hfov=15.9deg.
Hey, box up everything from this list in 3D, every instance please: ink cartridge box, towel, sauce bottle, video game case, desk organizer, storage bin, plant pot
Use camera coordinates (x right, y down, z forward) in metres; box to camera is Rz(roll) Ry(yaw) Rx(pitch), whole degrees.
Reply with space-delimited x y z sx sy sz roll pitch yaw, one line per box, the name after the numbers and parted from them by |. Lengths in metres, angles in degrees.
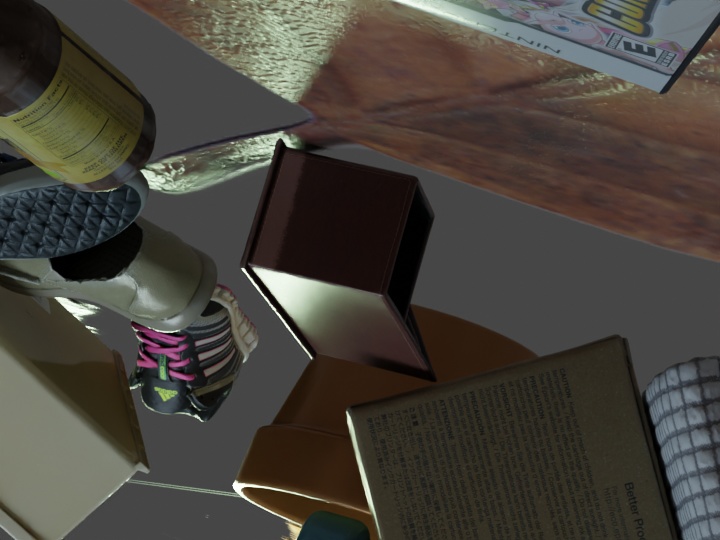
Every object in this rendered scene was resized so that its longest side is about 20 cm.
0.094 0.153 1.467 0.165 0.200 0.075 -14 174 -2 | ink cartridge box
0.218 0.135 1.443 0.086 0.166 0.200 -13 168 -1 | towel
-0.166 -0.098 1.226 0.065 0.065 0.200 12 165 27 | sauce bottle
0.042 -0.123 0.883 0.181 0.026 0.200 19 168 -1 | video game case
0.000 0.000 1.399 0.077 0.072 0.200 13 167 13 | desk organizer
-0.246 0.056 1.677 0.200 0.094 0.199 45 -172 -25 | storage bin
0.035 0.106 1.653 0.200 0.140 0.200 18 167 4 | plant pot

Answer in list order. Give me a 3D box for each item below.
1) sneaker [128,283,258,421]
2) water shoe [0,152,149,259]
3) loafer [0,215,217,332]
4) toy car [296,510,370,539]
-0.126 0.054 1.789 0.074 0.088 0.200 15 167 16 | sneaker
-0.220 -0.048 1.518 0.200 0.079 0.072 -14 142 15 | water shoe
-0.176 -0.021 1.570 0.200 0.076 0.068 14 157 34 | loafer
0.037 0.273 1.578 0.184 0.200 0.177 15 168 15 | toy car
